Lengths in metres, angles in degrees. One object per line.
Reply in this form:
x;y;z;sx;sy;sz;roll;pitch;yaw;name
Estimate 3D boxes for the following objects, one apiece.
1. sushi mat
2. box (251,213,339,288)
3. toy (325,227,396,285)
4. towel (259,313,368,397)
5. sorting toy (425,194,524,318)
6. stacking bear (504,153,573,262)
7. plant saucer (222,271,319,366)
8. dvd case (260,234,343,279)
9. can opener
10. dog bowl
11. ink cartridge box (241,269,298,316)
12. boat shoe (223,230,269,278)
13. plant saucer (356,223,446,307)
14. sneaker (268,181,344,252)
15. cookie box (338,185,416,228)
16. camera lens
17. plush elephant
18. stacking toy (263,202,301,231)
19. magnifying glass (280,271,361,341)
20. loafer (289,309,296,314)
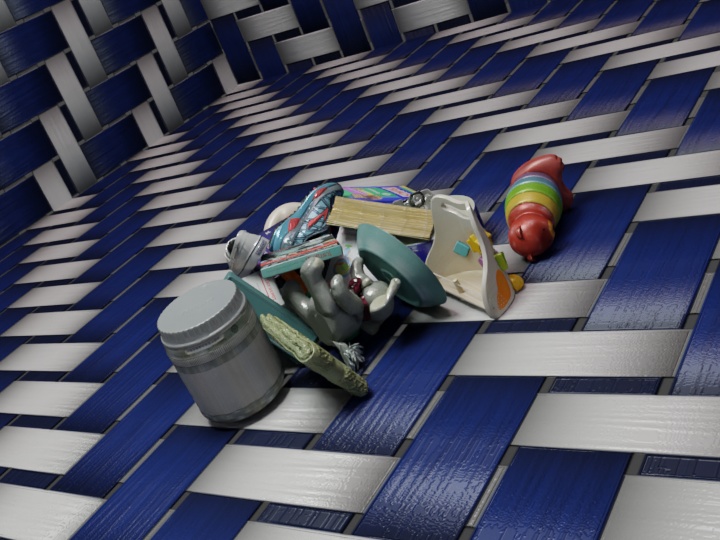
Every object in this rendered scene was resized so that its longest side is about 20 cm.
0.040;-0.098;1.659;0.197;0.012;0.096;9;35;8;sushi mat
-0.134;-0.021;1.806;0.199;0.105;0.148;-33;45;-19;box
0.000;0.000;1.660;0.114;0.047;0.202;8;71;18;toy
-0.077;0.136;1.425;0.037;0.148;0.199;-55;32;-6;towel
0.181;-0.040;1.500;0.106;0.182;0.200;-30;24;-16;sorting toy
0.315;-0.102;1.608;0.112;0.122;0.201;-10;34;25;stacking bear
-0.166;0.084;1.546;0.070;0.199;0.019;-56;1;-5;plant saucer
-0.109;-0.028;1.582;0.144;0.022;0.200;-17;10;-5;dvd case
0.059;-0.100;1.733;0.198;0.054;0.067;-22;-9;7;can opener
0.142;-0.064;1.719;0.198;0.079;0.201;-20;23;9;dog bowl
-0.196;0.071;1.616;0.198;0.068;0.116;-25;43;-6;ink cartridge box
-0.220;-0.034;1.650;0.074;0.065;0.200;-63;9;-24;boat shoe
0.061;0.001;1.523;0.036;0.200;0.199;-47;29;-14;plant saucer
-0.087;-0.086;1.741;0.095;0.080;0.200;36;68;13;sneaker
0.033;-0.129;1.872;0.198;0.076;0.171;-2;15;-21;cookie box
-0.228;0.138;1.474;0.158;0.202;0.161;-19;27;10;camera lens
-0.012;0.048;1.504;0.154;0.201;0.165;-32;-11;-27;plush elephant
-0.169;-0.072;2.006;0.145;0.147;0.200;-32;9;-19;stacking toy
-0.078;0.054;1.602;0.200;0.023;0.079;42;55;21;magnifying glass
-0.140;0.104;1.646;0.198;0.064;0.072;-22;21;4;loafer
